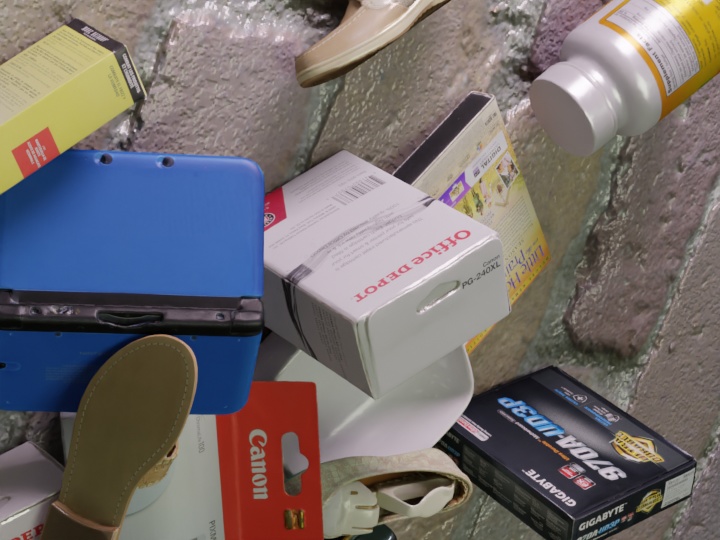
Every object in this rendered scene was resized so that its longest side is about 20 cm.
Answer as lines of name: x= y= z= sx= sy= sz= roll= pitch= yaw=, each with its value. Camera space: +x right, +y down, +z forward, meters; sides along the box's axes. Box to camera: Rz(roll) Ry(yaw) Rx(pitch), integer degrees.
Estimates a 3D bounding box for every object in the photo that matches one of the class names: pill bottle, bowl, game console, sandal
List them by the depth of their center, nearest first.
game console: x=-0.175 y=0.012 z=1.309 sx=0.199 sy=0.119 sz=0.171 roll=3 pitch=140 yaw=-11
sandal: x=-0.173 y=0.133 z=1.309 sx=0.212 sy=0.077 sz=0.070 roll=-64 pitch=171 yaw=14
bowl: x=-0.009 y=0.093 z=1.523 sx=0.200 sy=0.075 sz=0.200 roll=-40 pitch=133 yaw=-17
pill bottle: x=0.248 y=-0.190 z=1.572 sx=0.200 sy=0.111 sz=0.111 roll=-38 pitch=132 yaw=-19

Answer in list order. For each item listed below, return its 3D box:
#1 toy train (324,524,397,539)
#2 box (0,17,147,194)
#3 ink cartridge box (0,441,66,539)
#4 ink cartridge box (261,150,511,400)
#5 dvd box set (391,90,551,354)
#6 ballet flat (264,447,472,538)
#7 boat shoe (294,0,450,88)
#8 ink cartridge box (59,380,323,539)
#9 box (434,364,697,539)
toy train: x=0.004 y=0.284 z=1.606 sx=0.085 sy=0.114 sz=0.201 roll=-38 pitch=132 yaw=-19
box: x=-0.249 y=-0.096 z=1.214 sx=0.200 sy=0.075 sz=0.050 roll=-37 pitch=132 yaw=-22
ink cartridge box: x=-0.278 y=0.253 z=1.364 sx=0.146 sy=0.084 sz=0.201 roll=-25 pitch=125 yaw=-30
ink cartridge box: x=0.000 y=0.000 z=1.391 sx=0.145 sy=0.200 sz=0.084 roll=-31 pitch=129 yaw=-25
dvd box set: x=0.094 y=-0.037 z=1.562 sx=0.146 sy=0.029 sz=0.200 roll=-47 pitch=135 yaw=-24
ballet flat: x=0.013 y=0.190 z=1.497 sx=0.199 sy=0.062 sz=0.068 roll=-11 pitch=119 yaw=-37
boat shoe: x=0.020 y=-0.216 z=1.399 sx=0.200 sy=0.072 sz=0.065 roll=-37 pitch=96 yaw=-15
ink cartridge box: x=-0.131 y=0.168 z=1.404 sx=0.199 sy=0.047 sz=0.161 roll=-2 pitch=118 yaw=0
box: x=0.187 y=0.172 z=1.647 sx=0.158 sy=0.200 sz=0.046 roll=-18 pitch=126 yaw=-32
